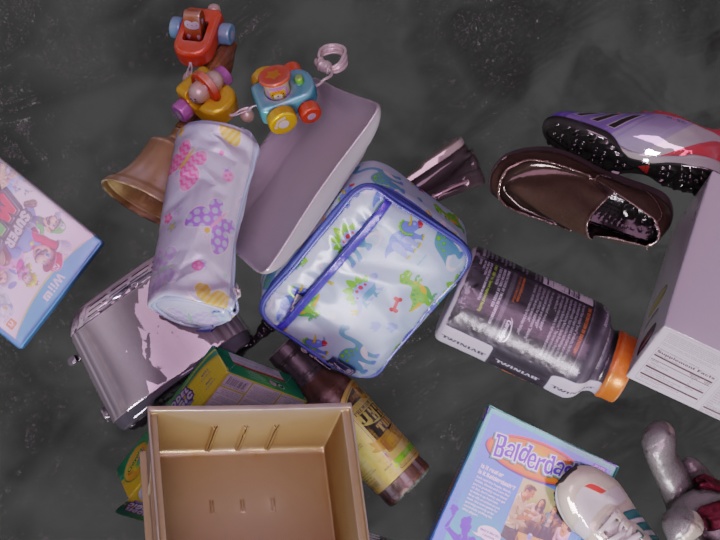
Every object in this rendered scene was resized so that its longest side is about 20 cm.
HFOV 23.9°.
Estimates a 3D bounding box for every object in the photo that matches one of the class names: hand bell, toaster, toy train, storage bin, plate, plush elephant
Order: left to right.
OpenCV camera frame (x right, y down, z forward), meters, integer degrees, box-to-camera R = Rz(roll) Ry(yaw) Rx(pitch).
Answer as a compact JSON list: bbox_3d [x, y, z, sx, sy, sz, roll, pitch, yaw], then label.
[{"bbox_3d":[-0.200,0.062,1.737,0.199,0.114,0.130,-35,86,-1],"label":"toaster"},{"bbox_3d":[-0.180,-0.154,1.770,0.103,0.104,0.202,25,76,1],"label":"hand bell"},{"bbox_3d":[-0.120,-0.216,1.730,0.198,0.056,0.151,12,61,17],"label":"toy train"},{"bbox_3d":[-0.102,0.236,1.600,0.197,0.094,0.201,0,60,-16],"label":"storage bin"},{"bbox_3d":[-0.064,-0.094,1.715,0.032,0.199,0.201,36,88,-27],"label":"plate"},{"bbox_3d":[0.392,0.249,1.712,0.153,0.165,0.201,-21,117,12],"label":"plush elephant"}]

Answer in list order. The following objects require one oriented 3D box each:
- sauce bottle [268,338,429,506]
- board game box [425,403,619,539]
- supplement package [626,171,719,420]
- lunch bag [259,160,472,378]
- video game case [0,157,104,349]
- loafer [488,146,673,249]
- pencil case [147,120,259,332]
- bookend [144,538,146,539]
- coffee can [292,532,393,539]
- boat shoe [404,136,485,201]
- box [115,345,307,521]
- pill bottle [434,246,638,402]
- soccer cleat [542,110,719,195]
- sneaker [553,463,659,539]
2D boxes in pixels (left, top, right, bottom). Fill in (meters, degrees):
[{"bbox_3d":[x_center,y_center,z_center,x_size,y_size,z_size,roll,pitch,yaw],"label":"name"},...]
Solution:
[{"bbox_3d":[-0.015,0.152,1.758,0.065,0.065,0.200,-43,90,-2],"label":"sauce bottle"},{"bbox_3d":[0.159,0.261,1.764,0.151,0.045,0.202,25,88,1],"label":"board game box"},{"bbox_3d":[0.376,0.033,1.699,0.154,0.111,0.201,24,57,0],"label":"supplement package"},{"bbox_3d":[0.000,0.000,1.712,0.160,0.083,0.200,35,111,-20],"label":"lunch bag"},{"bbox_3d":[-0.389,-0.035,1.787,0.199,0.018,0.144,38,88,1],"label":"video game case"},{"bbox_3d":[0.230,-0.074,1.752,0.197,0.071,0.074,13,114,0],"label":"loafer"},{"bbox_3d":[-0.153,-0.046,1.668,0.090,0.083,0.202,-6,67,28],"label":"pencil case"},{"bbox_3d":[-0.278,0.364,1.683,0.198,0.200,0.093,-32,88,-2],"label":"bookend"},{"bbox_3d":[-0.054,0.320,1.711,0.198,0.146,0.148,17,88,1],"label":"coffee can"},{"bbox_3d":[0.040,-0.061,1.763,0.199,0.067,0.057,-35,95,2],"label":"boat shoe"},{"bbox_3d":[-0.158,0.177,1.716,0.117,0.048,0.201,25,109,-42],"label":"box"},{"bbox_3d":[0.184,0.062,1.740,0.198,0.106,0.107,25,88,0],"label":"pill bottle"},{"bbox_3d":[0.289,-0.138,1.777,0.198,0.068,0.074,15,63,5],"label":"soccer cleat"},{"bbox_3d":[0.275,0.277,1.710,0.070,0.093,0.201,-41,111,-13],"label":"sneaker"}]
